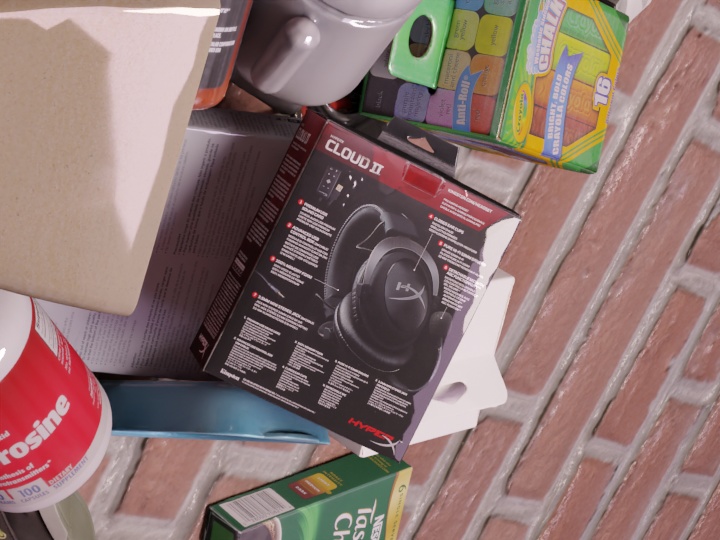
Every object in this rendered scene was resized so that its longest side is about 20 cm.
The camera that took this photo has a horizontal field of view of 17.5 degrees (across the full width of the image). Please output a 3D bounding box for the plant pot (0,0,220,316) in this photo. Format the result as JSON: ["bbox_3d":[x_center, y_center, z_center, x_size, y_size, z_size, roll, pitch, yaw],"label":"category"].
[{"bbox_3d":[-0.224,-0.107,1.318,0.176,0.200,0.201,2,116,-38],"label":"plant pot"}]

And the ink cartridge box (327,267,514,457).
[{"bbox_3d":[0.007,0.036,1.683,0.128,0.200,0.126,-12,124,-45],"label":"ink cartridge box"}]

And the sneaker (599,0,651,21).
[{"bbox_3d":[0.209,-0.276,1.812,0.088,0.074,0.201,-31,147,-33],"label":"sneaker"}]

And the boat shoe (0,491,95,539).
[{"bbox_3d":[-0.225,0.184,1.642,0.202,0.060,0.072,84,5,-53],"label":"boat shoe"}]

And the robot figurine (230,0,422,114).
[{"bbox_3d":[-0.023,-0.184,1.511,0.200,0.112,0.170,-49,-165,49],"label":"robot figurine"}]

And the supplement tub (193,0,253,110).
[{"bbox_3d":[-0.108,-0.207,1.441,0.107,0.107,0.201,-5,120,-49],"label":"supplement tub"}]

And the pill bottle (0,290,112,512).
[{"bbox_3d":[-0.243,0.061,1.476,0.112,0.112,0.200,-48,144,-14],"label":"pill bottle"}]

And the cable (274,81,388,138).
[{"bbox_3d":[0.000,-0.117,1.718,0.200,0.050,0.098,-32,117,-51],"label":"cable"}]

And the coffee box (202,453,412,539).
[{"bbox_3d":[-0.048,0.223,1.899,0.199,0.044,0.124,-15,127,-44],"label":"coffee box"}]

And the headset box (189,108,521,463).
[{"bbox_3d":[0.000,0.000,1.525,0.148,0.077,0.201,25,93,-15],"label":"headset box"}]

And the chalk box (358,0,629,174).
[{"bbox_3d":[0.087,-0.152,1.676,0.200,0.123,0.125,11,93,-57],"label":"chalk box"}]

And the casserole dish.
[{"bbox_3d":[-0.110,0.098,1.620,0.121,0.199,0.039,9,83,-48],"label":"casserole dish"}]

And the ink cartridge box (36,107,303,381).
[{"bbox_3d":[-0.127,-0.018,1.578,0.199,0.043,0.197,7,119,-19],"label":"ink cartridge box"}]
